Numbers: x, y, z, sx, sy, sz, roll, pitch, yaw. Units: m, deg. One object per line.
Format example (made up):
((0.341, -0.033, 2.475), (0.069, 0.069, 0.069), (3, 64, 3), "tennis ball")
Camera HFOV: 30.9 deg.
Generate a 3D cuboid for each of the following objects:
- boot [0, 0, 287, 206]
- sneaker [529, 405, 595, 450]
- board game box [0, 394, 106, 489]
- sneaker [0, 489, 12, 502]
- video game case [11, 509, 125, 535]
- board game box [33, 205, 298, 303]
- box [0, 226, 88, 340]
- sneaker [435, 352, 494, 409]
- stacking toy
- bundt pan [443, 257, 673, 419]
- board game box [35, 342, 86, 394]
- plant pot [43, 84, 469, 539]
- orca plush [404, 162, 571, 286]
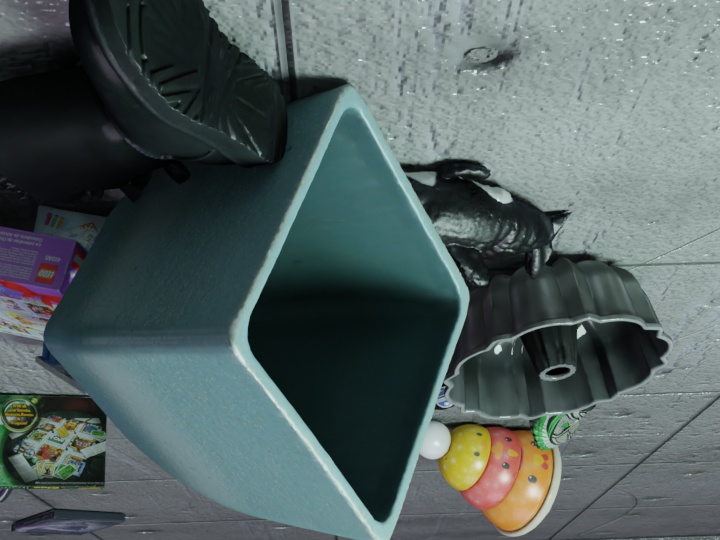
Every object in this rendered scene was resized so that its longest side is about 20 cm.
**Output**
((-0.145, -0.093, 0.693), (0.160, 0.075, 0.198), (-6, 162, 21), "boot")
((0.226, 0.149, 1.441), (0.084, 0.079, 0.200), (-7, 161, 12), "sneaker")
((-0.386, 0.192, 1.462), (0.197, 0.106, 0.023), (4, 165, -15), "board game box")
((-0.539, 0.279, 1.762), (0.087, 0.076, 0.199), (19, 153, -37), "sneaker")
((-0.542, 0.468, 2.409), (0.141, 0.019, 0.199), (11, 158, -34), "video game case")
((-0.147, 0.019, 1.018), (0.196, 0.044, 0.200), (10, 161, -2), "board game box")
((-0.266, 0.006, 0.924), (0.197, 0.040, 0.137), (10, 160, 16), "box")
((0.071, 0.077, 1.190), (0.198, 0.091, 0.078), (16, 155, -37), "sneaker")
((0.151, 0.252, 1.704), (0.198, 0.148, 0.146), (24, 152, -24), "stacking toy")
((0.163, 0.054, 1.117), (0.199, 0.077, 0.203), (-6, 152, -3), "bundt pan")
((-0.183, 0.095, 1.210), (0.197, 0.026, 0.199), (8, -179, -27), "board game box")
((-0.076, 0.032, 0.813), (0.198, 0.198, 0.197), (-4, 137, 33), "plant pot")
((0.073, -0.014, 0.923), (0.104, 0.072, 0.199), (-26, 151, 32), "orca plush")
